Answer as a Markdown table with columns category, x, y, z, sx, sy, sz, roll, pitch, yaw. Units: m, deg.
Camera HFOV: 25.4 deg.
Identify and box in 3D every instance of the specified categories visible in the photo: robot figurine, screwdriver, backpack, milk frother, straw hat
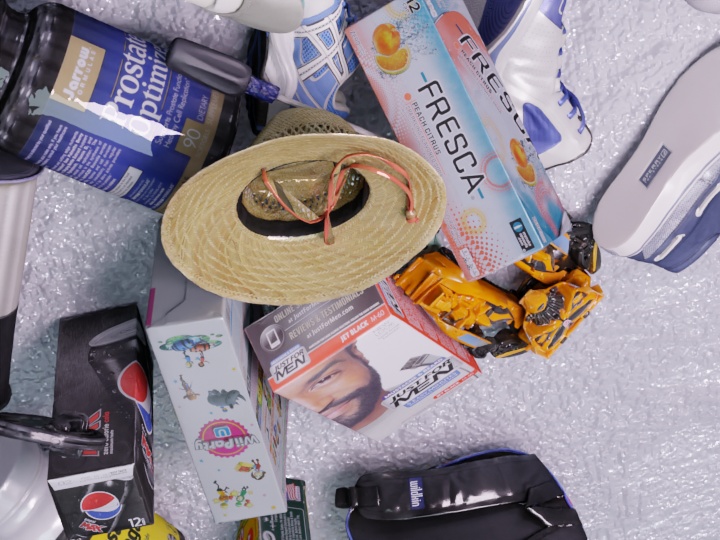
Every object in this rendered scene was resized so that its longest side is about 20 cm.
| category | x | y | z | sx | sy | sz | roll | pitch | yaw |
| --- | --- | --- | --- | --- | --- | --- | --- | --- | --- |
| robot figurine | 0.119 | 0.011 | 1.259 | 0.145 | 0.058 | 0.200 | -50 | 140 | 12 |
| screwdriver | -0.043 | -0.118 | 1.124 | 0.199 | 0.028 | 0.029 | 20 | 158 | -10 |
| backpack | 0.103 | 0.255 | 1.389 | 0.190 | 0.201 | 0.154 | -25 | 155 | 0 |
| milk frother | -0.263 | 0.021 | 1.144 | 0.199 | 0.181 | 0.189 | 12 | 109 | -2 |
| straw hat | -0.041 | -0.065 | 1.113 | 0.200 | 0.085 | 0.201 | -5 | 146 | -3 |

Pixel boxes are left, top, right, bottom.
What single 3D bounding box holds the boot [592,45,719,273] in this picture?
| category | x | y | z | sx | sy | sz | roll | pitch | yaw |
| --- | --- | --- | --- | --- | --- | --- | --- | --- | --- |
| boot | 0.271 | -0.087 | 1.256 | 0.090 | 0.073 | 0.200 | 16 | 122 | -37 |

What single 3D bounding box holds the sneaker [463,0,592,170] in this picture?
| category | x | y | z | sx | sy | sz | roll | pitch | yaw |
| --- | --- | --- | --- | --- | --- | --- | --- | --- | --- |
| sneaker | 0.125 | -0.142 | 1.191 | 0.115 | 0.081 | 0.200 | 8 | 120 | -27 |

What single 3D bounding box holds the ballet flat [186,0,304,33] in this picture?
| category | x | y | z | sx | sy | sz | roll | pitch | yaw |
| --- | --- | --- | --- | --- | --- | --- | --- | --- | --- |
| ballet flat | -0.127 | -0.217 | 1.063 | 0.200 | 0.064 | 0.067 | 41 | 137 | -2 |

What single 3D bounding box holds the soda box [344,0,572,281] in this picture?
| category | x | y | z | sx | sy | sz | roll | pitch | yaw |
| --- | --- | --- | --- | --- | --- | --- | --- | --- | --- |
| soda box | 0.069 | -0.099 | 1.118 | 0.068 | 0.064 | 0.201 | -25 | 93 | 31 |

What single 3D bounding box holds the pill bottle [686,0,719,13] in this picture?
| category | x | y | z | sx | sy | sz | roll | pitch | yaw |
| --- | --- | --- | --- | --- | --- | --- | --- | --- | --- |
| pill bottle | 0.288 | -0.234 | 1.112 | 0.199 | 0.113 | 0.113 | 3 | 124 | -10 |

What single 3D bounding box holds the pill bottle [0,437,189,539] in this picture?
| category | x | y | z | sx | sy | sz | roll | pitch | yaw |
| --- | --- | --- | --- | --- | --- | --- | --- | --- | --- |
| pill bottle | -0.244 | 0.224 | 1.358 | 0.112 | 0.113 | 0.200 | -37 | 121 | 17 |

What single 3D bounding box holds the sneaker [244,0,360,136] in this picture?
| category | x | y | z | sx | sy | sz | roll | pitch | yaw |
| --- | --- | --- | --- | --- | --- | --- | --- | --- | --- |
| sneaker | -0.035 | -0.185 | 1.141 | 0.077 | 0.076 | 0.201 | -1 | 134 | -15 |

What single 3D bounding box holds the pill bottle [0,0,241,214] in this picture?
| category | x | y | z | sx | sy | sz | roll | pitch | yaw |
| --- | --- | --- | --- | --- | --- | --- | --- | --- | --- |
| pill bottle | -0.195 | -0.121 | 1.131 | 0.199 | 0.112 | 0.112 | 22 | 119 | -21 |

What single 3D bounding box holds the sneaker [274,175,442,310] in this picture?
| category | x | y | z | sx | sy | sz | roll | pitch | yaw |
| --- | --- | --- | --- | --- | --- | --- | --- | --- | --- |
| sneaker | 0.000 | 0.000 | 1.260 | 0.118 | 0.074 | 0.201 | 15 | 118 | -10 |

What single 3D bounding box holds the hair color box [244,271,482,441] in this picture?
| category | x | y | z | sx | sy | sz | roll | pitch | yaw |
| --- | --- | --- | --- | --- | --- | --- | --- | --- | --- |
| hair color box | 0.007 | 0.066 | 1.259 | 0.111 | 0.064 | 0.200 | -33 | 152 | 12 |

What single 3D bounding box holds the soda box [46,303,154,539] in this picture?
| category | x | y | z | sx | sy | sz | roll | pitch | yaw |
| --- | --- | --- | --- | --- | --- | --- | --- | --- | --- |
| soda box | -0.198 | 0.113 | 1.235 | 0.070 | 0.200 | 0.064 | -11 | 126 | 0 |

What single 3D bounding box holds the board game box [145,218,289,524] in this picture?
| category | x | y | z | sx | sy | sz | roll | pitch | yaw |
| --- | --- | --- | --- | --- | --- | --- | --- | --- | --- |
| board game box | -0.108 | 0.074 | 1.251 | 0.064 | 0.148 | 0.201 | -11 | 125 | 7 |

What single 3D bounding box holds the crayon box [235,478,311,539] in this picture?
| category | x | y | z | sx | sy | sz | roll | pitch | yaw |
| --- | --- | --- | --- | --- | --- | --- | --- | --- | --- |
| crayon box | -0.089 | 0.300 | 1.422 | 0.050 | 0.127 | 0.201 | 8 | 122 | -12 |
